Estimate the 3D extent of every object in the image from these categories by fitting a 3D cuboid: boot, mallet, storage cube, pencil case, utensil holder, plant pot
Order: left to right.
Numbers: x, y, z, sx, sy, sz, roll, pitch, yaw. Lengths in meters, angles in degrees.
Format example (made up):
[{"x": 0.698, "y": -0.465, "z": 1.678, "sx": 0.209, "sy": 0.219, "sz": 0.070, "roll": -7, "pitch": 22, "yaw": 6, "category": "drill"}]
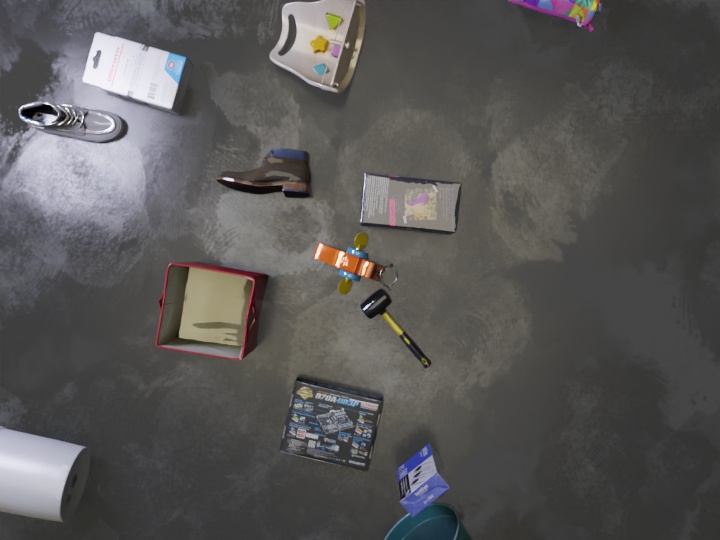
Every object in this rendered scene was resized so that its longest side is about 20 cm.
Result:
[{"x": -0.697, "y": 0.430, "z": 1.542, "sx": 0.200, "sy": 0.170, "sz": 0.170, "roll": 11, "pitch": 92, "yaw": -1, "category": "utensil holder"}, {"x": -0.615, "y": -0.316, "z": 1.548, "sx": 0.200, "sy": 0.096, "sz": 0.074, "roll": 3, "pitch": 92, "yaw": 1, "category": "boot"}, {"x": -0.302, "y": 0.077, "z": 1.513, "sx": 0.200, "sy": 0.180, "sz": 0.171, "roll": 9, "pitch": 92, "yaw": 2, "category": "storage cube"}, {"x": -0.202, "y": -0.215, "z": 1.562, "sx": 0.200, "sy": 0.075, "sz": 0.097, "roll": 7, "pitch": 80, "yaw": -6, "category": "boot"}, {"x": 0.091, "y": 0.124, "z": 1.578, "sx": 0.200, "sy": 0.041, "sz": 0.066, "roll": 42, "pitch": 96, "yaw": -4, "category": "mallet"}, {"x": 0.170, "y": 0.626, "z": 1.523, "sx": 0.200, "sy": 0.200, "sz": 0.188, "roll": -36, "pitch": 106, "yaw": 2, "category": "plant pot"}, {"x": 0.405, "y": -0.572, "z": 1.523, "sx": 0.200, "sy": 0.088, "sz": 0.088, "roll": 21, "pitch": 92, "yaw": 2, "category": "pencil case"}]

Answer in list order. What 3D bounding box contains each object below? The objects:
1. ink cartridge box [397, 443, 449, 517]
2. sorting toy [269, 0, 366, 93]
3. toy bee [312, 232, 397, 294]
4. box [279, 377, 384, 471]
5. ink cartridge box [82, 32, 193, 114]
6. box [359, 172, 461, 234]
[{"x": 0.126, "y": 0.427, "z": 1.503, "sx": 0.094, "sy": 0.200, "sz": 0.044, "roll": -39, "pitch": 91, "yaw": 2, "category": "ink cartridge box"}, {"x": -0.095, "y": -0.482, "z": 1.535, "sx": 0.180, "sy": 0.107, "sz": 0.200, "roll": 17, "pitch": 93, "yaw": 8, "category": "sorting toy"}, {"x": 0.000, "y": 0.000, "z": 1.553, "sx": 0.200, "sy": 0.109, "sz": 0.131, "roll": 44, "pitch": 101, "yaw": 24, "category": "toy bee"}, {"x": -0.062, "y": 0.333, "z": 1.581, "sx": 0.200, "sy": 0.046, "sz": 0.159, "roll": 12, "pitch": 92, "yaw": 1, "category": "box"}, {"x": -0.473, "y": -0.420, "z": 1.555, "sx": 0.200, "sy": 0.068, "sz": 0.116, "roll": 17, "pitch": 92, "yaw": 1, "category": "ink cartridge box"}, {"x": 0.102, "y": -0.137, "z": 1.524, "sx": 0.200, "sy": 0.122, "sz": 0.106, "roll": 6, "pitch": 91, "yaw": 1, "category": "box"}]
